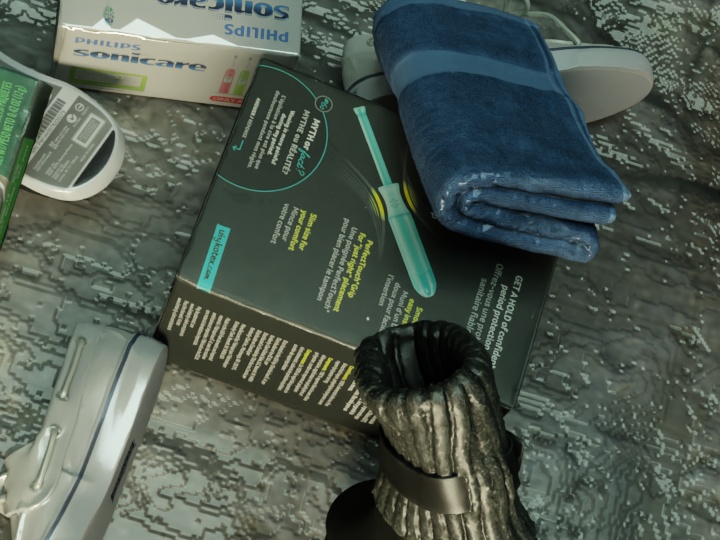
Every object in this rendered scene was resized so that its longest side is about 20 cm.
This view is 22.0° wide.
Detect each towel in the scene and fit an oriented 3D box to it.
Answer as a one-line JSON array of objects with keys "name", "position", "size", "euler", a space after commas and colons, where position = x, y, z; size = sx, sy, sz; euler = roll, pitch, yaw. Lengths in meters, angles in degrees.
[{"name": "towel", "position": [0.073, -0.090, 1.041], "size": [0.111, 0.049, 0.200], "euler": [10, 36, -20]}]

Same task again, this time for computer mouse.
[{"name": "computer mouse", "position": [-0.233, -0.099, 1.109], "size": [0.200, 0.044, 0.110], "euler": [32, 65, 4]}]

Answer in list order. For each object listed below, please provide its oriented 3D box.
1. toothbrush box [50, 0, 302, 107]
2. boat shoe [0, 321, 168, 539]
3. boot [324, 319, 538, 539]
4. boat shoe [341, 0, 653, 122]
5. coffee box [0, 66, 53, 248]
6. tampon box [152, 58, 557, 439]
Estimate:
[{"name": "toothbrush box", "position": [-0.111, -0.213, 1.155], "size": [0.145, 0.086, 0.201], "euler": [5, 68, -12]}, {"name": "boat shoe", "position": [-0.171, 0.121, 1.034], "size": [0.065, 0.074, 0.200], "euler": [19, 60, 4]}, {"name": "boot", "position": [0.026, 0.102, 0.984], "size": [0.079, 0.211, 0.158], "euler": [-33, 109, -26]}, {"name": "boat shoe", "position": [0.084, -0.139, 1.187], "size": [0.201, 0.075, 0.086], "euler": [-7, 63, -8]}, {"name": "coffee box", "position": [-0.290, -0.079, 1.054], "size": [0.199, 0.044, 0.123], "euler": [18, 90, 2]}, {"name": "tampon box", "position": [0.000, 0.000, 1.080], "size": [0.200, 0.126, 0.150], "euler": [22, 65, -5]}]
